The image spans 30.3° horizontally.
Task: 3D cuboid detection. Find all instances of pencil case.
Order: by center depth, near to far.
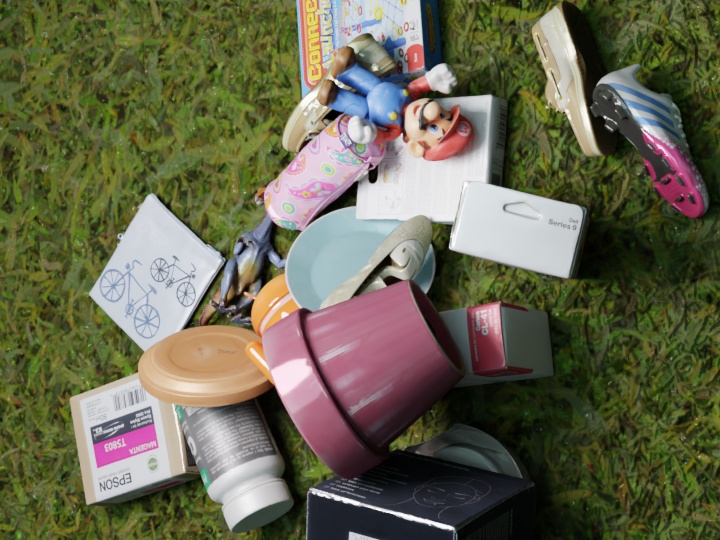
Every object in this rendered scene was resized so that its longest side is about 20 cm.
[{"bbox_3d":[-0.048,-0.130,1.771,0.200,0.087,0.088,-38,65,42],"label":"pencil case"}]

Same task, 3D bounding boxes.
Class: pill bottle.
[{"bbox_3d":[-0.172,0.247,1.822,0.113,0.113,0.201,-36,66,23],"label":"pill bottle"}]

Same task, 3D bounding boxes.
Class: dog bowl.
[{"bbox_3d":[0.129,0.293,1.661,0.198,0.058,0.203,-3,84,31],"label":"dog bowl"}]

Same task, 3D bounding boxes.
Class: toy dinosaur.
[{"bbox_3d":[-0.166,-0.025,1.869,0.199,0.105,0.183,-8,62,41],"label":"toy dinosaur"}]

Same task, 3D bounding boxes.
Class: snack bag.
[{"bbox_3d":[-0.306,0.010,1.987,0.188,0.021,0.201,40,106,28],"label":"snack bag"}]

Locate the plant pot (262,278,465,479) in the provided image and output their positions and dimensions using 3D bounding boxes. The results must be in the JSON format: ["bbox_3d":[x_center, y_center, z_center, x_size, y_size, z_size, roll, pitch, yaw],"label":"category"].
[{"bbox_3d":[0.014,0.109,1.516,0.178,0.200,0.201,-30,69,10],"label":"plant pot"}]

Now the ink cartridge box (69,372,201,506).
[{"bbox_3d":[-0.320,0.239,1.939,0.198,0.075,0.167,-21,73,28],"label":"ink cartridge box"}]

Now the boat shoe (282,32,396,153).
[{"bbox_3d":[-0.031,-0.221,1.759,0.063,0.073,0.201,46,116,10],"label":"boat shoe"}]

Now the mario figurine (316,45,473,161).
[{"bbox_3d":[0.050,-0.210,1.657,0.198,0.106,0.124,25,108,1],"label":"mario figurine"}]

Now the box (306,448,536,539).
[{"bbox_3d":[0.070,0.303,1.536,0.198,0.196,0.126,9,103,33],"label":"box"}]

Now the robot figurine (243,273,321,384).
[{"bbox_3d":[-0.067,0.083,1.773,0.144,0.116,0.200,-47,67,18],"label":"robot figurine"}]

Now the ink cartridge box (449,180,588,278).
[{"bbox_3d":[0.189,-0.045,1.557,0.144,0.200,0.085,13,92,11],"label":"ink cartridge box"}]

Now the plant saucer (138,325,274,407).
[{"bbox_3d":[-0.203,0.123,1.809,0.199,0.200,0.033,17,120,32],"label":"plant saucer"}]

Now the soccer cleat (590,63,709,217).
[{"bbox_3d":[0.358,-0.158,1.564,0.086,0.070,0.201,-34,82,-21],"label":"soccer cleat"}]

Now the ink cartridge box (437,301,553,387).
[{"bbox_3d":[0.119,0.098,1.637,0.198,0.147,0.087,-9,80,30],"label":"ink cartridge box"}]

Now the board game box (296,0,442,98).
[{"bbox_3d":[0.009,-0.343,1.809,0.194,0.056,0.203,-10,80,30],"label":"board game box"}]

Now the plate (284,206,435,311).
[{"bbox_3d":[0.000,0.000,1.743,0.198,0.026,0.202,-3,53,3],"label":"plate"}]

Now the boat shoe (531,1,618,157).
[{"bbox_3d":[0.262,-0.227,1.636,0.066,0.074,0.202,-25,70,40],"label":"boat shoe"}]

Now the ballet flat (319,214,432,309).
[{"bbox_3d":[0.033,0.012,1.672,0.200,0.068,0.062,-45,37,-15],"label":"ballet flat"}]

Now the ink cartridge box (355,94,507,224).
[{"bbox_3d":[0.093,-0.143,1.744,0.198,0.057,0.165,1,85,39],"label":"ink cartridge box"}]
